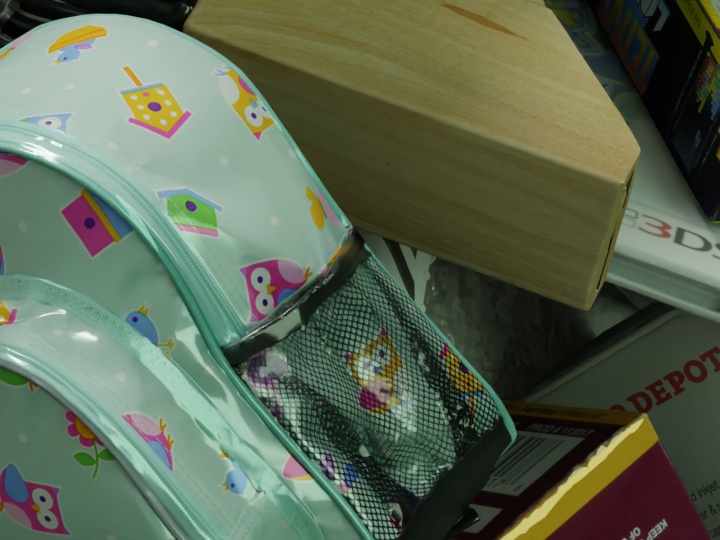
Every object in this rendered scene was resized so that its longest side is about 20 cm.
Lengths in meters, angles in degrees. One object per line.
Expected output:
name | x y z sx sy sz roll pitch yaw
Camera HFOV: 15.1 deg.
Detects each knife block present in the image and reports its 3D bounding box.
knife block | -0.025 -0.062 0.902 0.175 0.064 0.200 -14 52 -20

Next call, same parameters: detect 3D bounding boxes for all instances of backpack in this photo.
backpack | -0.079 0.028 0.850 0.153 0.176 0.200 -39 105 -42

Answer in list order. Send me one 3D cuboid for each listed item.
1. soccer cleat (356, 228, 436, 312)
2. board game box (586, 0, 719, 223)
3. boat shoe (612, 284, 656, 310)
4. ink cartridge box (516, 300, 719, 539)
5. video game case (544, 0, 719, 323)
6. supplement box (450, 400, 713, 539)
soccer cleat | 0.000 0.000 0.993 0.085 0.069 0.200 -2 79 -42
board game box | 0.178 -0.095 1.025 0.165 0.057 0.200 4 39 -22
boat shoe | 0.111 -0.030 1.096 0.200 0.067 0.074 27 67 -36
ink cartridge box | 0.170 0.095 1.043 0.084 0.146 0.200 -37 91 -41
video game case | 0.109 -0.057 1.011 0.182 0.022 0.200 20 36 2
supplement box | 0.090 0.154 1.014 0.086 0.110 0.200 -37 109 -25
